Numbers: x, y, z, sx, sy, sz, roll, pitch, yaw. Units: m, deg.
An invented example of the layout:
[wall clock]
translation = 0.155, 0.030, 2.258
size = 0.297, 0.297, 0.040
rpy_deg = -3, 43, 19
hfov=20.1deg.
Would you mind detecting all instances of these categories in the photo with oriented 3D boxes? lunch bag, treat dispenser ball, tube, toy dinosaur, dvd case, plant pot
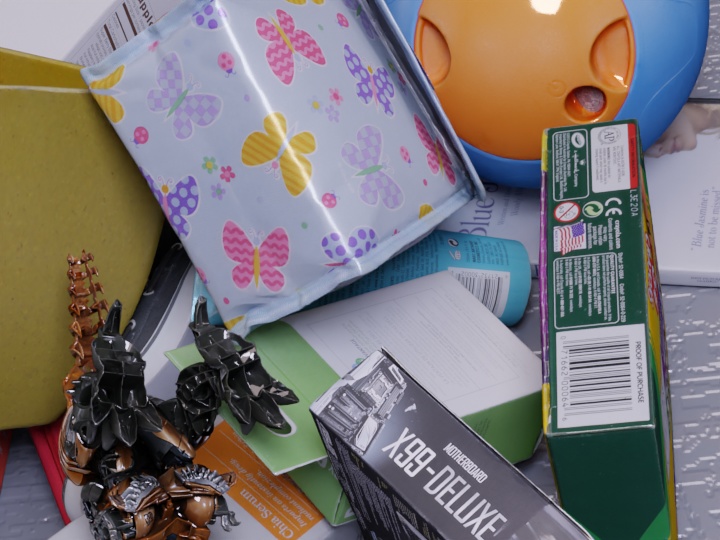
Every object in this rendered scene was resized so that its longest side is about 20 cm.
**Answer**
[lunch bag]
translation = -0.023, -0.081, 1.085
size = 0.127, 0.170, 0.200
rpy_deg = -28, 1, 32
[treat dispenser ball]
translation = 0.107, -0.149, 1.210
size = 0.199, 0.201, 0.202
rpy_deg = -7, 50, 8
[tube]
translation = 0.000, 0.000, 1.176
size = 0.199, 0.050, 0.078
rpy_deg = 5, 78, -20
[toy dinosaur]
translation = -0.114, 0.083, 0.992
size = 0.102, 0.136, 0.200
rpy_deg = -29, 76, -40
[dvd case]
translation = 0.146, -0.054, 1.265
size = 0.198, 0.018, 0.143
rpy_deg = 3, 52, 16
[plant pot]
translation = -0.233, -0.018, 1.120
size = 0.193, 0.202, 0.195
rpy_deg = 16, 13, 38

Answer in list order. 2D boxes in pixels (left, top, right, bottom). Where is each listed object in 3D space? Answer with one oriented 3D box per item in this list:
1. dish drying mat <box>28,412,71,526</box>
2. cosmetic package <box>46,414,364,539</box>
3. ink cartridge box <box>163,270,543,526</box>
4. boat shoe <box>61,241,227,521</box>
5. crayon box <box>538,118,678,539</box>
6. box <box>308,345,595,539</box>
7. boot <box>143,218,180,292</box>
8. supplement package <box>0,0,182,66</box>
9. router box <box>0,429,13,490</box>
[dish drying mat]
translation = -0.157, 0.081, 1.186
size = 0.076, 0.018, 0.201
rpy_deg = -18, 58, -16
[cosmetic package]
translation = -0.095, 0.162, 1.073
size = 0.101, 0.072, 0.200
rpy_deg = 37, 54, 24
[ink cartridge box]
translation = -0.002, 0.071, 1.084
size = 0.199, 0.060, 0.104
rpy_deg = -15, 47, -38
[boat shoe]
translation = -0.118, 0.064, 1.161
size = 0.056, 0.069, 0.201
rpy_deg = 3, 52, 39
[crayon box]
translation = 0.134, 0.053, 1.077
size = 0.058, 0.173, 0.201
rpy_deg = -6, 50, 11
[box]
translation = 0.059, 0.151, 0.995
size = 0.050, 0.201, 0.158
rpy_deg = -38, 52, -16
[boot]
translation = -0.072, -0.064, 1.242
size = 0.153, 0.073, 0.205
rpy_deg = 10, 93, 25
[supplement package]
translation = -0.201, -0.144, 1.355
size = 0.121, 0.120, 0.200
rpy_deg = 19, 57, 28
[router box]
translation = -0.309, 0.077, 1.244
size = 0.198, 0.049, 0.180
rpy_deg = -3, 50, 11
